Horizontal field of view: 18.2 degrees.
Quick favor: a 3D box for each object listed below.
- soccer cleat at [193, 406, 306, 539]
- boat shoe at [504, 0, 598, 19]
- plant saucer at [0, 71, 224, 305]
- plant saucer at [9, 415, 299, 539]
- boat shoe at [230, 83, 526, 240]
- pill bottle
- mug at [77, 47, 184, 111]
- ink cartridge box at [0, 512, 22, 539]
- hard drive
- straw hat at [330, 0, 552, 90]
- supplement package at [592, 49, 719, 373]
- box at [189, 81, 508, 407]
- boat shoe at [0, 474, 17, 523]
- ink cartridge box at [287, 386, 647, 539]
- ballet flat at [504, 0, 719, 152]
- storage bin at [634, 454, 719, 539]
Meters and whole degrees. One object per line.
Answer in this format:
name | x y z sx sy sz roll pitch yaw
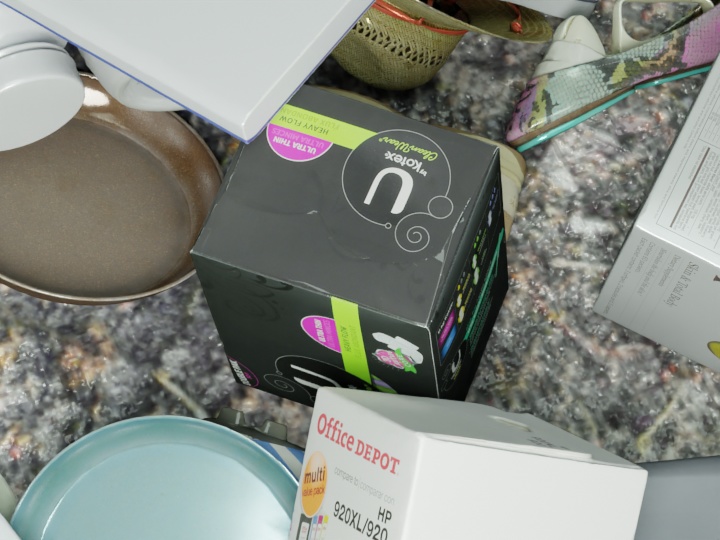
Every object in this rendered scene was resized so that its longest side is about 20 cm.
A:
soccer cleat | -0.016 0.148 1.369 0.199 0.070 0.087 16 83 4
boat shoe | 0.093 -0.214 1.453 0.200 0.070 0.071 9 29 -41
plant saucer | -0.182 -0.048 1.410 0.200 0.032 0.201 11 46 -11
plant saucer | -0.113 0.185 1.328 0.199 0.027 0.201 0 90 6
boat shoe | 0.006 -0.067 1.444 0.199 0.071 0.065 14 68 0
pill bottle | -0.246 -0.179 1.400 0.108 0.109 0.200 -22 71 -12
mug | -0.109 -0.207 1.427 0.147 0.200 0.176 6 68 -46
ink cartridge box | -0.271 0.209 1.260 0.200 0.041 0.200 -36 87 -31
hard drive | -0.104 -0.168 1.311 0.200 0.025 0.132 30 67 23
straw hat | 0.021 -0.165 1.469 0.201 0.201 0.085 34 111 8
supplement package | 0.275 -0.016 1.403 0.200 0.152 0.151 26 69 5
box | 0.000 0.000 1.338 0.148 0.200 0.125 17 69 13
boat shoe | -0.301 0.119 1.346 0.200 0.071 0.070 28 63 -15
ink cartridge box | 0.046 0.180 1.250 0.144 0.147 0.201 10 94 -25
ballet flat | 0.172 -0.142 1.480 0.200 0.069 0.071 -22 96 -19
storage bin | 0.181 0.202 1.314 0.134 0.146 0.201 1 69 -5
